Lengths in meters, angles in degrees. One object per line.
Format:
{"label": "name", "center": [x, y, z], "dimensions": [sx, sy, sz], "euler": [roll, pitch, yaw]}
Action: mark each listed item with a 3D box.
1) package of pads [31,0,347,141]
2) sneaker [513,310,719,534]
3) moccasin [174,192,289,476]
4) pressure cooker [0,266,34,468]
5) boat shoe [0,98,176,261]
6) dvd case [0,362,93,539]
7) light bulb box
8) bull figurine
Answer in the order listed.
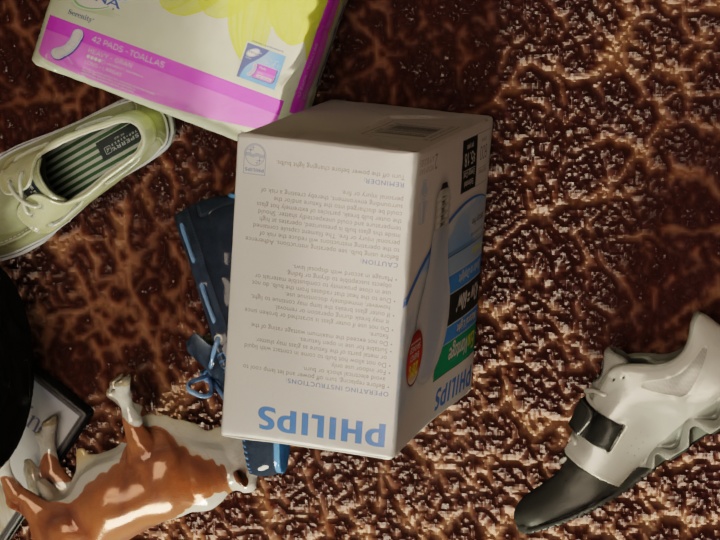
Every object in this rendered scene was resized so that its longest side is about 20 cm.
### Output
{"label": "package of pads", "center": [-0.114, -0.184, 1.599], "dimensions": [0.199, 0.068, 0.155], "euler": [20, 95, 13]}
{"label": "sneaker", "center": [0.176, 0.102, 1.579], "dimensions": [0.200, 0.074, 0.089], "euler": [-36, 89, 9]}
{"label": "moccasin", "center": [-0.092, 0.048, 1.643], "dimensions": [0.068, 0.080, 0.201], "euler": [-9, 81, 2]}
{"label": "pressure cooker", "center": [-0.354, 0.068, 1.649], "dimensions": [0.199, 0.176, 0.180], "euler": [-3, 88, 23]}
{"label": "boat shoe", "center": [-0.224, -0.068, 1.666], "dimensions": [0.199, 0.062, 0.072], "euler": [-33, 90, 19]}
{"label": "dvd case", "center": [-0.308, 0.140, 1.752], "dimensions": [0.142, 0.018, 0.200], "euler": [37, 107, 8]}
{"label": "light bulb box", "center": [0.000, 0.000, 1.542], "dimensions": [0.124, 0.198, 0.201], "euler": [7, 103, 17]}
{"label": "bull figurine", "center": [-0.169, 0.144, 1.679], "dimensions": [0.199, 0.065, 0.122], "euler": [-31, 96, 14]}
